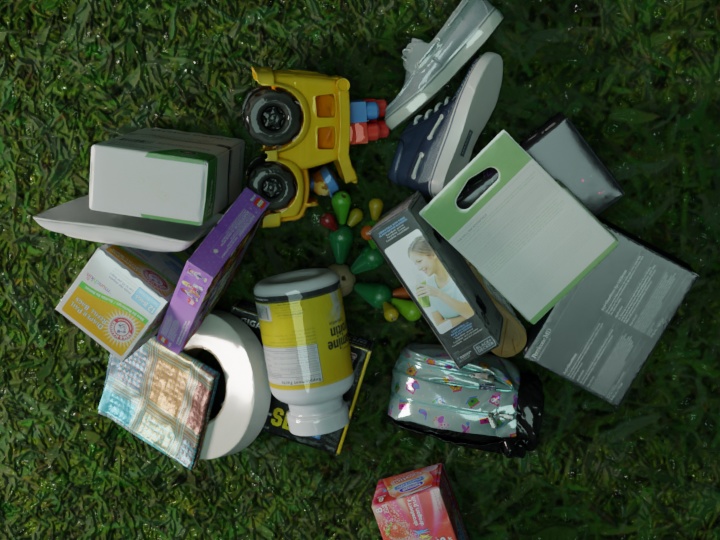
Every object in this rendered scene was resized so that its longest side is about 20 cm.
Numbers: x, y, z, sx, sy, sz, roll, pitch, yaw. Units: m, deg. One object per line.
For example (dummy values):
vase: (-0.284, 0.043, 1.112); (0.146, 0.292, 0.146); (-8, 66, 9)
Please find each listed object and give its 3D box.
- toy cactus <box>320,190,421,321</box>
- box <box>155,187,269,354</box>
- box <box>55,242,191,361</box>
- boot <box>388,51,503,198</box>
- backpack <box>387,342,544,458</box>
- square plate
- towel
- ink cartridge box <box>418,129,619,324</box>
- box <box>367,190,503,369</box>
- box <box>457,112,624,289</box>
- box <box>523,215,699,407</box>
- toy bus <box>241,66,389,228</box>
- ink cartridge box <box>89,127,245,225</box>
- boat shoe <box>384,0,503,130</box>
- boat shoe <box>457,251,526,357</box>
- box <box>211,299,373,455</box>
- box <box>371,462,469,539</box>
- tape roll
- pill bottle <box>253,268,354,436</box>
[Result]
toy cactus: (0.000, 0.000, 1.406); (0.165, 0.102, 0.200); (-33, 104, 22)
box: (-0.185, 0.004, 1.322); (0.039, 0.137, 0.200); (33, 143, 0)
box: (-0.291, 0.023, 1.384); (0.112, 0.200, 0.101); (39, 103, -1)
boot: (0.106, -0.193, 1.360); (0.090, 0.073, 0.201); (21, 85, 30)
backpack: (0.137, 0.167, 1.393); (0.199, 0.167, 0.127); (10, 86, 8)
square plate: (-0.287, -0.060, 1.368); (0.199, 0.198, 0.029); (10, 103, 5)
towel: (-0.280, 0.166, 1.453); (0.200, 0.022, 0.147); (24, 105, 34)
ink cartridge box: (0.188, -0.053, 1.274); (0.200, 0.048, 0.146); (43, 103, -9)
box: (0.095, 0.009, 1.303); (0.060, 0.117, 0.200); (-32, 98, 16)
box: (0.213, -0.089, 1.346); (0.200, 0.106, 0.122); (-39, 96, 12)
box: (0.318, 0.051, 1.375); (0.141, 0.079, 0.200); (28, 104, -2)
toy bus: (-0.056, -0.160, 1.366); (0.191, 0.136, 0.201); (-2, 102, -9)
ink cartridge box: (-0.239, -0.124, 1.350); (0.146, 0.200, 0.083); (8, 105, 6)
boat shoe: (0.091, -0.268, 1.349); (0.072, 0.070, 0.201); (43, 96, -1)
boat shoe: (0.141, 0.026, 1.396); (0.071, 0.069, 0.200); (-36, 100, 16)
box: (-0.099, 0.147, 1.463); (0.199, 0.049, 0.160); (18, 104, 3)
box: (0.095, 0.381, 1.458); (0.099, 0.095, 0.201); (-17, 99, 11)
tape roll: (-0.207, 0.152, 1.435); (0.202, 0.037, 0.204); (1, 92, 36)
pill bottle: (-0.068, 0.104, 1.369); (0.112, 0.112, 0.201); (-7, 100, 9)
